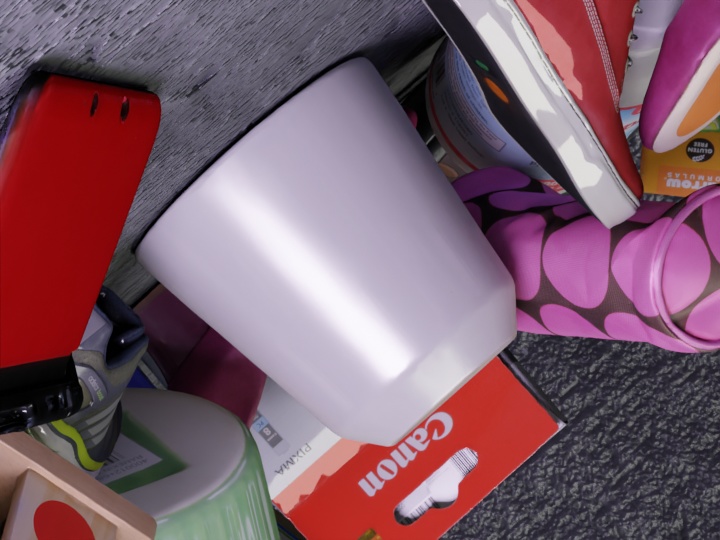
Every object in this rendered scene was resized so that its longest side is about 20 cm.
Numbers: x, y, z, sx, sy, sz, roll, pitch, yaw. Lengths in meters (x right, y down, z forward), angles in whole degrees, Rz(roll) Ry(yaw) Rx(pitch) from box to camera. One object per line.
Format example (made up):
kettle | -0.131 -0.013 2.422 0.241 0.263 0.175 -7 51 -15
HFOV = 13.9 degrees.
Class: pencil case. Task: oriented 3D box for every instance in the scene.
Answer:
pencil case | 0.118 -0.010 1.468 0.094 0.091 0.200 -48 -148 -23

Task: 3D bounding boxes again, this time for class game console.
game console | -0.161 0.006 1.048 0.172 0.119 0.200 -10 179 9

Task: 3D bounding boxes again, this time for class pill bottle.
pill bottle | 0.110 -0.119 1.506 0.109 0.109 0.200 -39 175 -24

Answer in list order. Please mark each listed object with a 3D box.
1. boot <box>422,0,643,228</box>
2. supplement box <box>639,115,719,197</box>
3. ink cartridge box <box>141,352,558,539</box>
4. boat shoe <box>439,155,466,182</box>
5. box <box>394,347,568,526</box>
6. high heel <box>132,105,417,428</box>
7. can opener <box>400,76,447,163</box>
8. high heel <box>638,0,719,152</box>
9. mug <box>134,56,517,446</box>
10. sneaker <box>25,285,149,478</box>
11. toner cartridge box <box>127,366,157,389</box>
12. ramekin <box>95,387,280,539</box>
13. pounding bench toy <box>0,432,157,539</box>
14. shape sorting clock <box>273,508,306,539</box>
boot | 0.117 -0.119 1.334 0.144 0.072 0.200 -42 137 -8
supplement box | 0.189 -0.136 1.569 0.069 0.066 0.200 -78 172 -54
ink cartridge box | -0.007 0.068 1.719 0.160 0.200 0.047 -41 173 -2
boat shoe | 0.093 -0.087 1.830 0.200 0.074 0.073 -21 -137 46
box | 0.002 0.065 1.772 0.156 0.200 0.041 -41 175 4
high heel | -0.027 0.002 1.595 0.200 0.096 0.067 -41 173 4
can opener | 0.012 -0.050 1.670 0.200 0.079 0.063 -49 169 -13
high heel | 0.165 -0.158 1.388 0.067 0.096 0.200 -6 129 -56
mug | 0.003 -0.004 1.450 0.149 0.153 0.187 -44 175 29
sneaker | -0.131 0.048 1.373 0.081 0.074 0.200 -45 177 0
toner cartridge box | -0.203 0.129 1.681 0.200 0.043 0.095 -40 175 -17
ramekin | -0.133 0.137 1.467 0.199 0.098 0.200 -7 -157 3
pounding bench toy | -0.206 0.126 1.226 0.124 0.200 0.156 -38 -152 34
shape sorting clock | -0.071 0.176 1.705 0.039 0.200 0.200 -56 171 14
